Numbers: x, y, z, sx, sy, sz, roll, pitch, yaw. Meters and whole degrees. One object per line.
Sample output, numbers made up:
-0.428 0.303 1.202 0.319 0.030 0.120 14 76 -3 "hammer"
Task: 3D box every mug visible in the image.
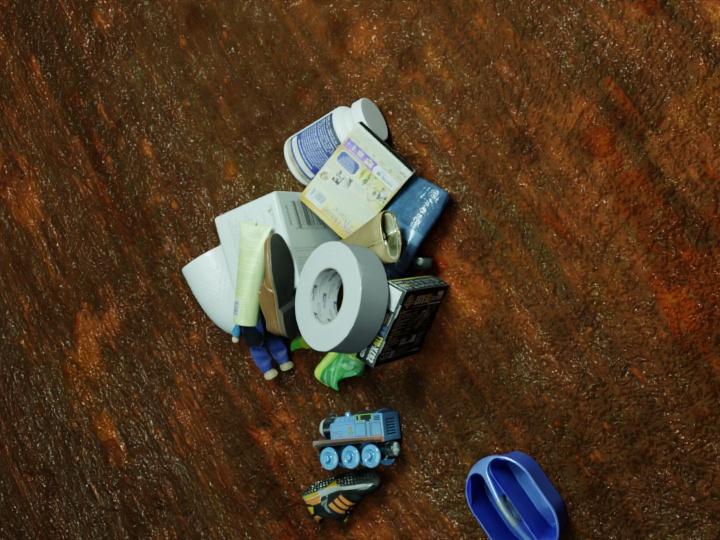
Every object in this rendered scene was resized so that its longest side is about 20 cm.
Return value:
-0.304 0.051 1.766 0.200 0.147 0.176 -30 88 51 "mug"

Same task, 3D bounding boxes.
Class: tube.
-0.212 0.006 1.528 0.057 0.052 0.202 5 96 -12 "tube"

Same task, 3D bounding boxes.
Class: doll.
-0.209 0.132 1.698 0.201 0.136 0.048 68 169 -26 "doll"

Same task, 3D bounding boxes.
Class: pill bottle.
-0.049 -0.263 1.606 0.199 0.115 0.117 -26 79 30 "pill bottle"

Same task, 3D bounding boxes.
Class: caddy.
0.282 0.430 1.436 0.141 0.105 0.201 -43 71 24 "caddy"

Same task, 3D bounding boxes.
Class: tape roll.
-0.038 0.050 1.438 0.199 0.066 0.202 -15 71 50 "tape roll"

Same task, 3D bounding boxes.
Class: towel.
0.085 -0.087 1.527 0.111 0.048 0.201 34 91 42 "towel"

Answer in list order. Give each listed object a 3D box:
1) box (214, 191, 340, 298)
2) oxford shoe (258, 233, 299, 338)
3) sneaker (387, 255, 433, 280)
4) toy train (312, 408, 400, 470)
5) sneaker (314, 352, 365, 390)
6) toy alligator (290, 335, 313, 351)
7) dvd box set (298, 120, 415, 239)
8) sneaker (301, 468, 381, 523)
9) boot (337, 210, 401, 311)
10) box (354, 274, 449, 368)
-0.159 -0.043 1.631 0.170 0.198 0.202 -18 84 30 "box"
-0.167 0.029 1.488 0.071 0.071 0.202 3 103 32 "oxford shoe"
0.059 0.018 1.586 0.198 0.060 0.105 5 93 36 "sneaker"
-0.007 0.348 1.626 0.199 0.086 0.115 -12 77 33 "toy train"
-0.011 0.170 1.635 0.083 0.074 0.200 42 114 1 "sneaker"
-0.075 0.112 1.675 0.054 0.059 0.200 34 113 -19 "toy alligator"
-0.009 -0.168 1.543 0.146 0.029 0.200 41 114 1 "dvd box set"
-0.028 0.481 1.657 0.199 0.070 0.091 -21 96 30 "sneaker"
0.000 0.000 1.500 0.199 0.066 0.177 -23 76 47 "boot"
0.082 0.093 1.491 0.049 0.199 0.161 28 106 25 "box"
